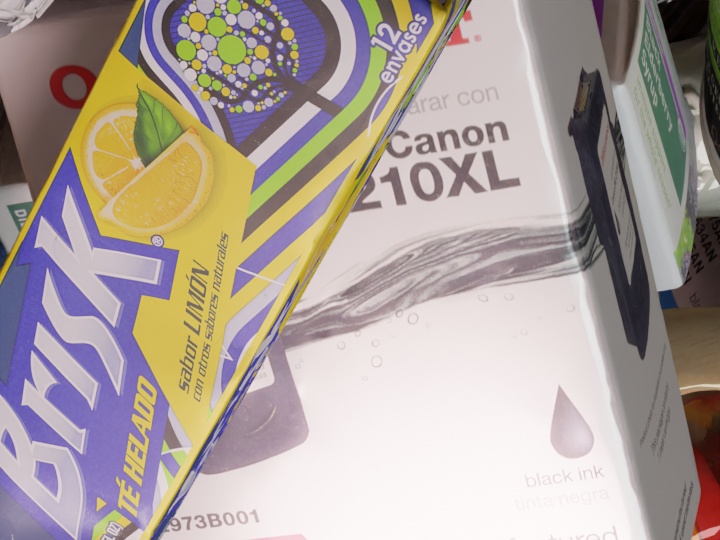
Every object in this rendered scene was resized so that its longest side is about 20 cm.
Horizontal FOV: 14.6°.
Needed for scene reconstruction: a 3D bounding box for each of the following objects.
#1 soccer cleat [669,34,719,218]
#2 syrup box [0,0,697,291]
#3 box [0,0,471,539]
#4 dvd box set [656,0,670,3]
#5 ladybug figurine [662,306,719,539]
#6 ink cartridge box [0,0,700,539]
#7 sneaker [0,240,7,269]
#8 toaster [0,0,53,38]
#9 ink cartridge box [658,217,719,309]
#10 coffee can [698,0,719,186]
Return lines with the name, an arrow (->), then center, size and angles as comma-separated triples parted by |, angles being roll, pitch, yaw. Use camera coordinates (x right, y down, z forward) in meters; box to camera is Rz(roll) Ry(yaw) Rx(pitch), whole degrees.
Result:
soccer cleat -> 0.114, -0.047, 0.907 | 0.199, 0.070, 0.078 | -12, -179, 14
syrup box -> -0.004, -0.035, 0.841 | 0.198, 0.082, 0.079 | -8, 131, 17
box -> -0.042, -0.009, 0.671 | 0.064, 0.070, 0.201 | 31, 119, 2
dvd box set -> 0.038, -0.137, 0.830 | 0.145, 0.030, 0.200 | -23, 143, 7
ladybug figurine -> 0.079, 0.082, 0.897 | 0.199, 0.072, 0.137 | -19, 101, -9
ink cartridge box -> 0.000, 0.000, 0.755 | 0.144, 0.084, 0.201 | -8, 113, 16
sneaker -> -0.140, -0.013, 0.875 | 0.199, 0.074, 0.082 | 14, 131, -37
toaster -> -0.126, -0.134, 0.635 | 0.200, 0.129, 0.114 | 40, 86, -21
ink cartridge box -> 0.206, 0.016, 1.000 | 0.144, 0.148, 0.200 | 19, 129, -39
coffee can -> 0.170, -0.106, 0.781 | 0.145, 0.147, 0.201 | -14, 144, -6
